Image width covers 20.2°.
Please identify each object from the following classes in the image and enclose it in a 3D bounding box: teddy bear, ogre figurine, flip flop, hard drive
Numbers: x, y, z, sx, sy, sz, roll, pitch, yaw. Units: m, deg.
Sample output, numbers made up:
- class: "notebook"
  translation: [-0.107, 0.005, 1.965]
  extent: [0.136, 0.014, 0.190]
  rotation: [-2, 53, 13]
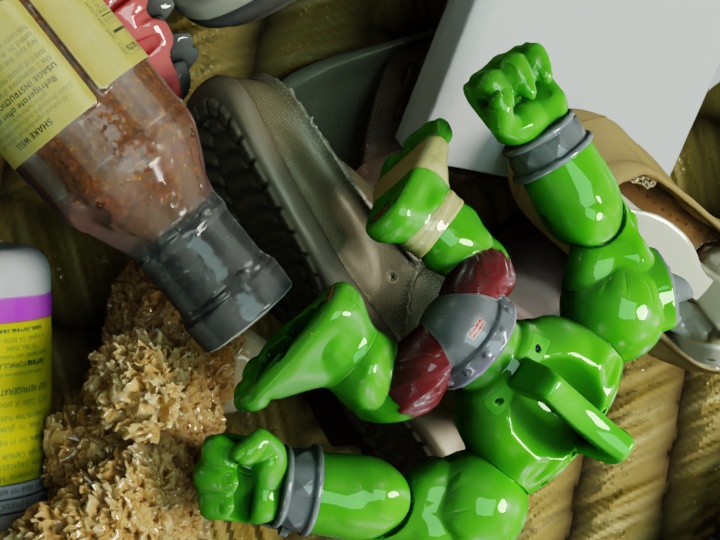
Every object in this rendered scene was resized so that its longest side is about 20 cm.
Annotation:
- class: "teddy bear"
  translation: [-0.078, 0.076, 0.762]
  extent: [0.067, 0.200, 0.145]
  rotation: [4, 121, 14]
- class: "ogre figurine"
  translation: [0.038, 0.030, 0.737]
  extent: [0.120, 0.098, 0.200]
  rotation: [38, 63, -12]
- class: "flip flop"
  translation: [0.031, -0.063, 0.867]
  extent: [0.200, 0.058, 0.081]
  rotation: [-22, 103, -20]
- class: "hard drive"
  translation: [0.106, -0.129, 0.818]
  extent: [0.132, 0.027, 0.200]
  rotation: [8, 113, -33]

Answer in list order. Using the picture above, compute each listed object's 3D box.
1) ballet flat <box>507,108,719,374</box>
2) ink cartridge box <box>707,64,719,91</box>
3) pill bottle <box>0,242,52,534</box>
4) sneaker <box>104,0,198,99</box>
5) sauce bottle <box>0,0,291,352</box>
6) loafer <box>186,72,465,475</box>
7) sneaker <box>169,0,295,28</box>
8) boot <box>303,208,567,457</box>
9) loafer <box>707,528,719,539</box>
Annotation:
- class: "ballet flat"
  translation: [0.134, 0.004, 0.855]
  extent: [0.200, 0.063, 0.069]
  rotation: [34, 99, -39]
- class: "ink cartridge box"
  translation: [0.157, -0.184, 0.869]
  extent: [0.200, 0.041, 0.200]
  rotation: [-35, 131, -28]
- class: "pill bottle"
  translation: [-0.168, 0.090, 0.759]
  extent: [0.104, 0.104, 0.200]
  rotation: [-1, 95, -26]
- class: "sneaker"
  translation: [-0.148, -0.129, 0.770]
  extent: [0.098, 0.071, 0.201]
  rotation: [-37, 110, -21]
- class: "sauce bottle"
  translation: [-0.103, -0.058, 0.714]
  extent: [0.066, 0.066, 0.200]
  rotation: [-39, 96, -18]
- class: "loafer"
  translation: [0.000, 0.000, 0.811]
  extent: [0.067, 0.076, 0.200]
  rotation: [-41, 110, -27]
- class: "sneaker"
  translation: [0.015, -0.144, 0.835]
  extent: [0.200, 0.075, 0.106]
  rotation: [-39, 139, -10]
- class: "boot"
  translation: [0.089, 0.061, 0.909]
  extent: [0.200, 0.064, 0.187]
  rotation: [-31, 108, -25]
- class: "loafer"
  translation: [0.200, 0.115, 0.967]
  extent: [0.063, 0.072, 0.200]
  rotation: [47, 67, 0]
